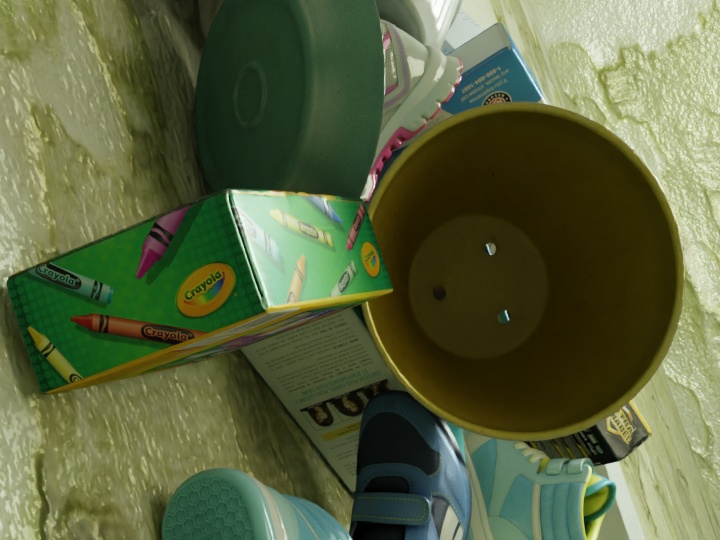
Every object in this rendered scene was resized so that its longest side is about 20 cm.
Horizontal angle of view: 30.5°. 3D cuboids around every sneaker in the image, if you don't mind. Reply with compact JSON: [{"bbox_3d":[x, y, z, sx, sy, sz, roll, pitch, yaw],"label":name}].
[{"bbox_3d":[-0.028,0.203,0.684,0.130,0.079,0.201,27,46,-64],"label":"sneaker"},{"bbox_3d":[0.149,0.170,1.144,0.080,0.130,0.201,47,26,-51],"label":"sneaker"},{"bbox_3d":[0.024,0.177,0.831,0.082,0.073,0.202,-1,87,-59],"label":"sneaker"},{"bbox_3d":[-0.023,-0.088,0.894,0.088,0.200,0.081,39,-8,-10],"label":"sneaker"}]

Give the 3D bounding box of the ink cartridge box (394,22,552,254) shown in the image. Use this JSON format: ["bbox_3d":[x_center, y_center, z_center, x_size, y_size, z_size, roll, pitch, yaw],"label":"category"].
[{"bbox_3d":[0.101,-0.063,1.017,0.200,0.144,0.084,55,12,-20],"label":"ink cartridge box"}]

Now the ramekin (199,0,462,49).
[{"bbox_3d":[-0.026,-0.196,0.950,0.203,0.201,0.095,54,34,-41],"label":"ramekin"}]

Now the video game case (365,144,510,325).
[{"bbox_3d":[0.033,0.019,0.960,0.018,0.142,0.201,-23,93,-64],"label":"video game case"}]

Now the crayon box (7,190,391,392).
[{"bbox_3d":[-0.071,0.008,0.673,0.059,0.118,0.200,71,17,4],"label":"crayon box"}]

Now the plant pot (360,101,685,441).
[{"bbox_3d":[0.089,0.005,0.847,0.142,0.199,0.201,146,-76,-82],"label":"plant pot"}]

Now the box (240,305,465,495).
[{"bbox_3d":[-0.004,0.076,0.887,0.049,0.082,0.200,-91,155,-48],"label":"box"}]

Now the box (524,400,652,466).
[{"bbox_3d":[0.152,0.087,1.187,0.201,0.049,0.160,56,-24,0],"label":"box"}]

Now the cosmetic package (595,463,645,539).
[{"bbox_3d":[0.213,0.239,1.324,0.081,0.112,0.201,-6,79,-72],"label":"cosmetic package"}]

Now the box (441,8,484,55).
[{"bbox_3d":[0.028,-0.217,1.176,0.176,0.097,0.200,45,19,0],"label":"box"}]

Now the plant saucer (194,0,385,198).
[{"bbox_3d":[-0.056,-0.106,0.816,0.036,0.200,0.201,2,65,-35],"label":"plant saucer"}]
